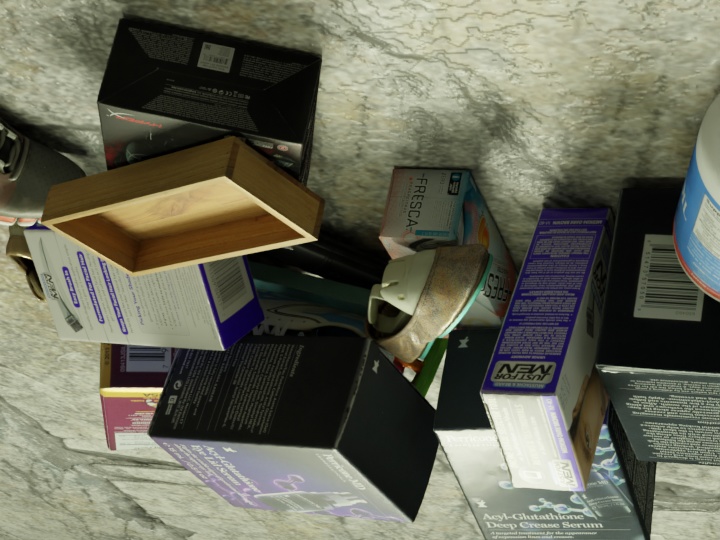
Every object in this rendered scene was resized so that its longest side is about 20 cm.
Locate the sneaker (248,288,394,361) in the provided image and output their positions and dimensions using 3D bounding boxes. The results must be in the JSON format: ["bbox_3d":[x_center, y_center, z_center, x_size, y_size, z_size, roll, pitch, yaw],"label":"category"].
[{"bbox_3d":[-0.068,0.059,1.410,0.199,0.072,0.072,9,-177,13],"label":"sneaker"}]

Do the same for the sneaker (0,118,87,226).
[{"bbox_3d":[-0.313,-0.098,1.273,0.199,0.077,0.082,18,150,-15],"label":"sneaker"}]

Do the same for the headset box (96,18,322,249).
[{"bbox_3d":[-0.112,-0.093,1.182,0.148,0.078,0.200,12,155,-1],"label":"headset box"}]

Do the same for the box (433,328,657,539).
[{"bbox_3d":[0.164,0.147,1.354,0.148,0.107,0.200,-4,139,21],"label":"box"}]

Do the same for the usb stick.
[{"bbox_3d":[0.000,0.000,1.391,0.199,0.033,0.055,23,158,-23],"label":"usb stick"}]

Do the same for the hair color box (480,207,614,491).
[{"bbox_3d":[0.155,0.057,1.208,0.064,0.200,0.110,1,134,26],"label":"hair color box"}]

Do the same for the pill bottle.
[{"bbox_3d":[0.270,-0.062,1.027,0.112,0.113,0.200,9,156,7],"label":"pill bottle"}]

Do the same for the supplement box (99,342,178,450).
[{"bbox_3d":[-0.200,0.088,1.545,0.103,0.132,0.200,0,158,-7],"label":"supplement box"}]

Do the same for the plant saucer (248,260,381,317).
[{"bbox_3d":[-0.050,0.016,1.414,0.199,0.019,0.070,14,171,28],"label":"plant saucer"}]

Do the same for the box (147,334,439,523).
[{"bbox_3d":[-0.053,0.134,1.352,0.199,0.105,0.148,-1,148,34],"label":"box"}]

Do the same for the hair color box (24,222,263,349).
[{"bbox_3d":[-0.187,0.003,1.354,0.199,0.065,0.110,1,116,35],"label":"hair color box"}]

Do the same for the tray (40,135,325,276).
[{"bbox_3d":[-0.133,-0.044,1.161,0.199,0.037,0.099,-9,149,40],"label":"tray"}]

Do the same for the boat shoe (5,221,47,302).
[{"bbox_3d":[-0.290,0.001,1.491,0.071,0.065,0.200,5,156,15],"label":"boat shoe"}]

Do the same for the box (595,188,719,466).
[{"bbox_3d":[0.258,0.049,1.215,0.106,0.149,0.200,3,155,21],"label":"box"}]

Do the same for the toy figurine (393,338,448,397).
[{"bbox_3d":[-0.023,0.082,1.518,0.183,0.151,0.200,25,-178,2],"label":"toy figurine"}]

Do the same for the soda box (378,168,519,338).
[{"bbox_3d":[0.078,-0.008,1.299,0.068,0.064,0.200,3,155,21],"label":"soda box"}]

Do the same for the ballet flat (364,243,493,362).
[{"bbox_3d":[0.043,0.024,1.231,0.067,0.068,0.200,22,154,-5],"label":"ballet flat"}]
